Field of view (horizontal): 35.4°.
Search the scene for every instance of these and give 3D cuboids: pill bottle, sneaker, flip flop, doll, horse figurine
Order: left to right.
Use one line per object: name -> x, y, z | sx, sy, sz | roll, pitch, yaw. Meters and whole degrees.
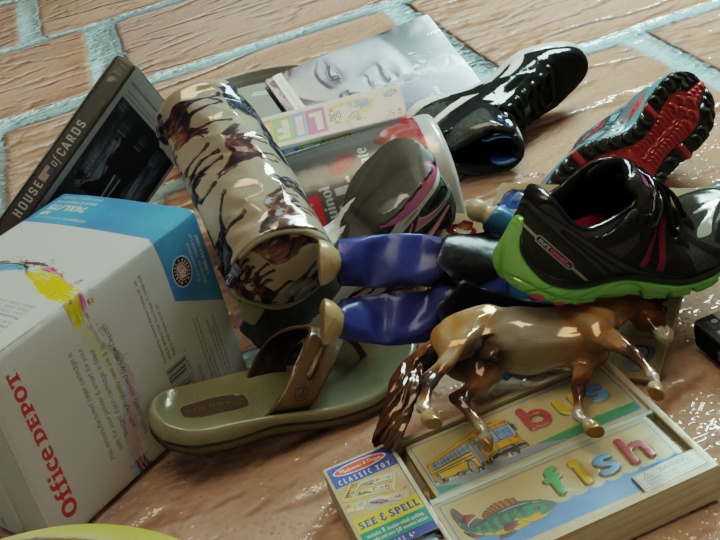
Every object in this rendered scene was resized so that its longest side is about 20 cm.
flip flop -> -0.050, 0.070, 0.776 | 0.200, 0.058, 0.081 | -12, 27, -19
pill bottle -> -0.021, -0.051, 0.935 | 0.200, 0.111, 0.111 | -17, 29, -3
sneaker -> 0.000, 0.000, 0.856 | 0.200, 0.086, 0.080 | -42, 48, 8
doll -> 0.072, 0.018, 0.762 | 0.200, 0.137, 0.048 | -3, -10, -6
sneaker -> 0.150, -0.145, 1.074 | 0.200, 0.073, 0.112 | -26, 36, -9
horse figurine -> 0.101, 0.057, 0.697 | 0.200, 0.050, 0.133 | -10, 30, 8
sneaker -> 0.210, -0.082, 0.942 | 0.200, 0.079, 0.096 | -38, 5, -21
sneaker -> 0.178, -0.031, 0.721 | 0.200, 0.084, 0.077 | -10, 34, -32

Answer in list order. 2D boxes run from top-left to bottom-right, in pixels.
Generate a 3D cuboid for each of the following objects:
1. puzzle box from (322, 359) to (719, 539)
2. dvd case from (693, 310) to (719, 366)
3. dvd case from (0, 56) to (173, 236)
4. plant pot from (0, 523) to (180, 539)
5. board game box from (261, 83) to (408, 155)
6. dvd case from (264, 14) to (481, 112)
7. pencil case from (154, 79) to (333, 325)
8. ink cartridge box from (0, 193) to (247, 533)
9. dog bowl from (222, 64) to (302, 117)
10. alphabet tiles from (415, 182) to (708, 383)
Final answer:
puzzle box -> 0.090, 0.124, 0.661 | 0.200, 0.025, 0.133 | -21, 29, -10
dvd case -> 0.334, 0.038, 0.696 | 0.200, 0.025, 0.150 | -19, 29, -9
dvd case -> -0.225, -0.063, 0.936 | 0.025, 0.150, 0.200 | 31, 82, 16
plant pot -> -0.109, 0.196, 0.493 | 0.200, 0.200, 0.142 | -14, 1, 2
board game box -> -0.050, -0.099, 1.021 | 0.200, 0.134, 0.034 | -14, 68, 5
dvd case -> 0.025, -0.175, 1.147 | 0.200, 0.016, 0.149 | -26, 66, -19
pencil case -> -0.093, -0.059, 0.842 | 0.089, 0.078, 0.200 | -39, 50, 11
ink cartridge box -> -0.211, 0.061, 0.793 | 0.146, 0.147, 0.200 | 9, 36, 36
dog bowl -> -0.116, -0.158, 1.225 | 0.200, 0.059, 0.200 | -11, 29, 6
alphabet tiles -> 0.138, 0.001, 0.819 | 0.200, 0.008, 0.167 | 4, 54, 32
